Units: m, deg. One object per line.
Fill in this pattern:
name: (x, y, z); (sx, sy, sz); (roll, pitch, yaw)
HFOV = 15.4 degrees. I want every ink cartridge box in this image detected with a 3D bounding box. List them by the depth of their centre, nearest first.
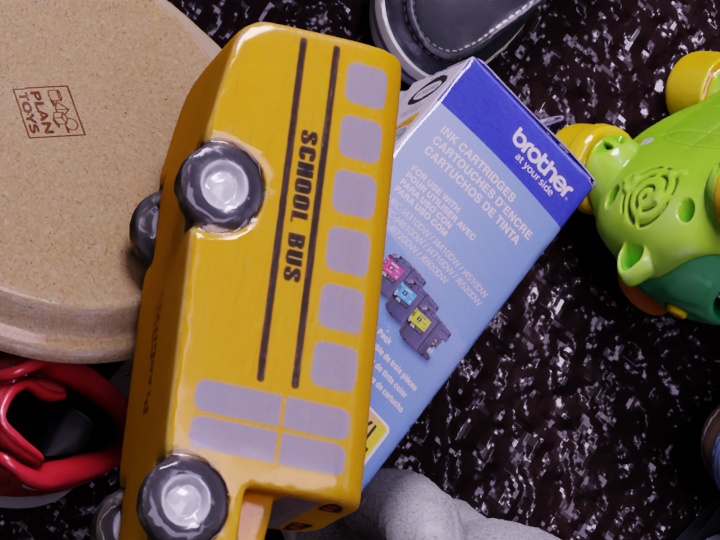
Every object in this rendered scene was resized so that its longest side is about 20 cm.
ink cartridge box: (0.000, 0.000, 1.031); (0.076, 0.136, 0.200); (44, 66, -14)

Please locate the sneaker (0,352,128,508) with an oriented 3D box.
sneaker: (-0.173, 0.041, 0.950); (0.199, 0.115, 0.079); (5, 79, -26)

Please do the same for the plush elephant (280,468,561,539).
plush elephant: (0.015, 0.162, 0.970); (0.154, 0.199, 0.166); (-21, 98, -41)

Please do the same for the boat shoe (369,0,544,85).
boat shoe: (0.075, -0.158, 1.140); (0.075, 0.062, 0.200); (48, 66, -13)

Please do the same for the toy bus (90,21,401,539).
toy bus: (-0.038, 0.021, 0.900); (0.078, 0.065, 0.202); (12, 71, -18)

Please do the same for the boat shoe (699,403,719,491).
boat shoe: (0.217, 0.041, 1.165); (0.199, 0.072, 0.073); (-26, 121, -27)

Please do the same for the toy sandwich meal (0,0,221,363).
toy sandwich meal: (-0.125, -0.042, 0.982); (0.204, 0.070, 0.206); (16, 51, -21)

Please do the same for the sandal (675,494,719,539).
sandal: (0.149, 0.144, 1.132); (0.199, 0.043, 0.077); (-26, 93, -28)

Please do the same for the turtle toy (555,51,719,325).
turtle toy: (0.185, -0.035, 1.140); (0.199, 0.145, 0.102); (-30, 114, -28)
